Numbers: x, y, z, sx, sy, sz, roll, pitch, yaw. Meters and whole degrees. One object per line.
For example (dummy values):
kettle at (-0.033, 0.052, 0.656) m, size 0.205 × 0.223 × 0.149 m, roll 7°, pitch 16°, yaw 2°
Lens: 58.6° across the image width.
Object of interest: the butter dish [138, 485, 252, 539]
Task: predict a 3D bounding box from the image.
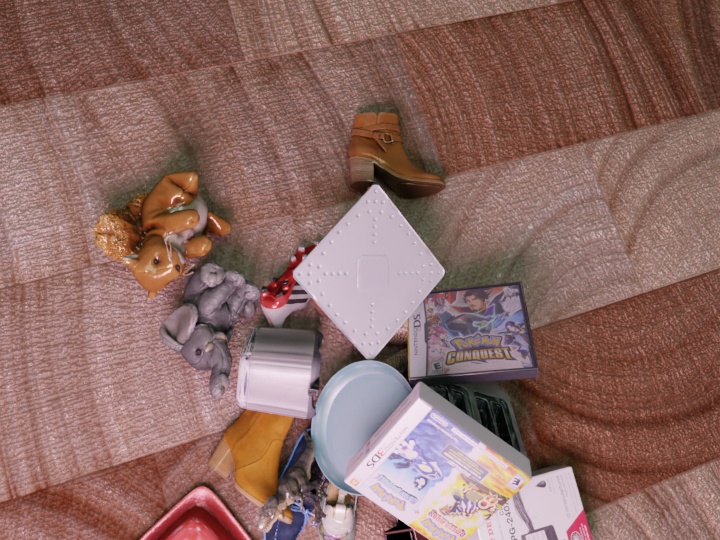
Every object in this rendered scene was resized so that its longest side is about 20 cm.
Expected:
butter dish at (-0.252, 0.460, 0.948) m, size 0.199 × 0.148 × 0.200 m, roll -41°, pitch 83°, yaw -18°

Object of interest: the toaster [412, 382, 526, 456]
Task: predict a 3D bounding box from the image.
toaster at (0.155, 0.264, 1.029) m, size 0.178 × 0.119 × 0.202 m, roll 20°, pitch 37°, yaw -21°

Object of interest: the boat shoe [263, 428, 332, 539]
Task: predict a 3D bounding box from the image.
boat shoe at (-0.097, 0.356, 1.032) m, size 0.084 × 0.068 × 0.204 m, roll 34°, pitch 66°, yaw -46°

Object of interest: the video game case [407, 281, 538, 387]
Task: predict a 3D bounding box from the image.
video game case at (0.173, 0.099, 1.029) m, size 0.195 × 0.026 × 0.183 m, roll -7°, pitch 43°, yaw 10°

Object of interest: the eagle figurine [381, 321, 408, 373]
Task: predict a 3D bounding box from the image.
eagle figurine at (0.086, 0.133, 1.117) m, size 0.195 × 0.152 × 0.155 m, roll 6°, pitch 93°, yaw -13°

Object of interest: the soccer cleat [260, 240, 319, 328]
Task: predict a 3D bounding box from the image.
soccer cleat at (-0.106, 0.022, 1.148) m, size 0.067 × 0.087 × 0.200 m, roll 19°, pitch 44°, yaw 26°

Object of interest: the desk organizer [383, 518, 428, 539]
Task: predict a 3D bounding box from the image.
desk organizer at (0.075, 0.384, 1.051) m, size 0.076 × 0.071 × 0.205 m, roll 4°, pitch 67°, yaw -53°

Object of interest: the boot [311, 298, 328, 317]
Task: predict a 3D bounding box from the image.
boot at (0.000, 0.000, 1.119) m, size 0.199 × 0.155 × 0.074 m, roll -39°, pitch 75°, yaw -19°

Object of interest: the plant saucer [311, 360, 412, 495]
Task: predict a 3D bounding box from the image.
plant saucer at (0.010, 0.245, 1.005) m, size 0.196 × 0.027 × 0.205 m, roll -12°, pitch 67°, yaw 30°

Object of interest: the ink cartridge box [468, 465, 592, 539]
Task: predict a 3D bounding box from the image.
ink cartridge box at (0.274, 0.429, 1.085) m, size 0.195 × 0.083 × 0.149 m, roll -11°, pitch 76°, yaw -13°

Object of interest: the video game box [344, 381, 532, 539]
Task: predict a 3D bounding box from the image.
video game box at (0.105, 0.280, 0.895) m, size 0.198 × 0.047 × 0.183 m, roll 35°, pitch 115°, yaw -7°

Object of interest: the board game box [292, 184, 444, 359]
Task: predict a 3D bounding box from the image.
board game box at (0.016, 0.003, 1.033) m, size 0.200 × 0.026 × 0.201 m, roll -47°, pitch 112°, yaw -14°

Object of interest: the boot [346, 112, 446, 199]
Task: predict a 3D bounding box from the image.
boot at (0.071, -0.227, 1.253) m, size 0.195 × 0.077 × 0.159 m, roll 3°, pitch 69°, yaw -2°

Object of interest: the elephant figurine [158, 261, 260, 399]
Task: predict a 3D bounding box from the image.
elephant figurine at (-0.256, 0.099, 1.050) m, size 0.139 × 0.155 × 0.204 m, roll 24°, pitch 68°, yaw -9°

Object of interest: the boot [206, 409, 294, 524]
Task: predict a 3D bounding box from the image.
boot at (-0.145, 0.290, 1.017) m, size 0.199 × 0.071 × 0.145 m, roll 23°, pitch 65°, yaw 37°

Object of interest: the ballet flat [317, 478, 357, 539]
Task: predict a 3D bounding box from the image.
ballet flat at (-0.030, 0.364, 1.055) m, size 0.067 × 0.071 × 0.205 m, roll 11°, pitch 73°, yaw -8°

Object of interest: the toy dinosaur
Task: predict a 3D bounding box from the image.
toy dinosaur at (-0.085, 0.324, 0.959) m, size 0.047 × 0.200 × 0.089 m, roll -36°, pitch 99°, yaw 26°

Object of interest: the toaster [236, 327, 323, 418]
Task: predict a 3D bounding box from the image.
toaster at (-0.128, 0.164, 1.037) m, size 0.126 × 0.200 × 0.117 m, roll 6°, pitch 104°, yaw -4°

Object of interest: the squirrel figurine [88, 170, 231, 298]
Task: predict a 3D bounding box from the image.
squirrel figurine at (-0.342, -0.049, 1.068) m, size 0.195 × 0.143 × 0.190 m, roll 2°, pitch 53°, yaw 17°
